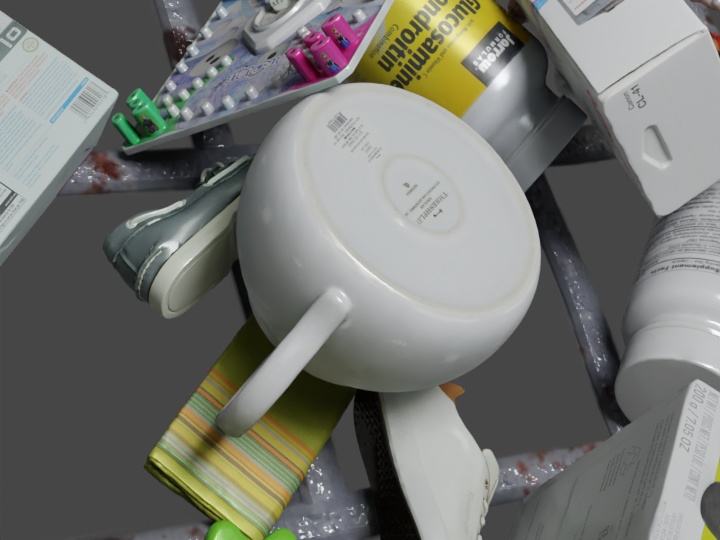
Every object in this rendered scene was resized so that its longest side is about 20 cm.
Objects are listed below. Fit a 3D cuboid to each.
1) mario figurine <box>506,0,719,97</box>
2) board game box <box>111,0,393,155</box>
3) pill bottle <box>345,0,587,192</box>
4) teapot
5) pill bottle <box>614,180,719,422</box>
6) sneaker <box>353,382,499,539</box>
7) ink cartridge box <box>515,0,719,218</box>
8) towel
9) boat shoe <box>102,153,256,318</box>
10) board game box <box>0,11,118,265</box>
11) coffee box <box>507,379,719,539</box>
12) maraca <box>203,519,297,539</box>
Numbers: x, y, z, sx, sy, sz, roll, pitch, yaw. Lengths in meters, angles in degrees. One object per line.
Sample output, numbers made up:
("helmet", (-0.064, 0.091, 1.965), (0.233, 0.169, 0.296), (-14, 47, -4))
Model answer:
("mario figurine", (0.220, -0.191, 1.111), (0.198, 0.124, 0.107), (28, 40, -5))
("board game box", (-0.052, -0.169, 0.911), (0.026, 0.198, 0.201), (51, 46, -29))
("pill bottle", (0.061, -0.146, 1.003), (0.200, 0.112, 0.112), (42, 52, 1))
("teapot", (0.000, 0.000, 0.843), (0.198, 0.146, 0.199), (7, 52, -33))
("pill bottle", (0.249, 0.019, 1.002), (0.113, 0.113, 0.201), (32, 53, -6))
("sneaker", (0.056, 0.151, 0.848), (0.084, 0.073, 0.202), (3, 60, -23))
("ink cartridge box", (0.175, -0.158, 0.974), (0.148, 0.085, 0.201), (48, 11, -49))
("towel", (-0.049, 0.073, 0.879), (0.086, 0.018, 0.201), (41, 51, -7))
("boat shoe", (-0.082, -0.050, 0.899), (0.061, 0.073, 0.200), (32, 51, 16))
("board game box", (-0.268, -0.100, 0.839), (0.199, 0.064, 0.148), (36, 51, -6))
("coffee box", (0.190, 0.223, 0.794), (0.196, 0.200, 0.201), (32, 53, -7))
("maraca", (-0.080, 0.216, 0.719), (0.137, 0.107, 0.200), (49, 52, -3))
